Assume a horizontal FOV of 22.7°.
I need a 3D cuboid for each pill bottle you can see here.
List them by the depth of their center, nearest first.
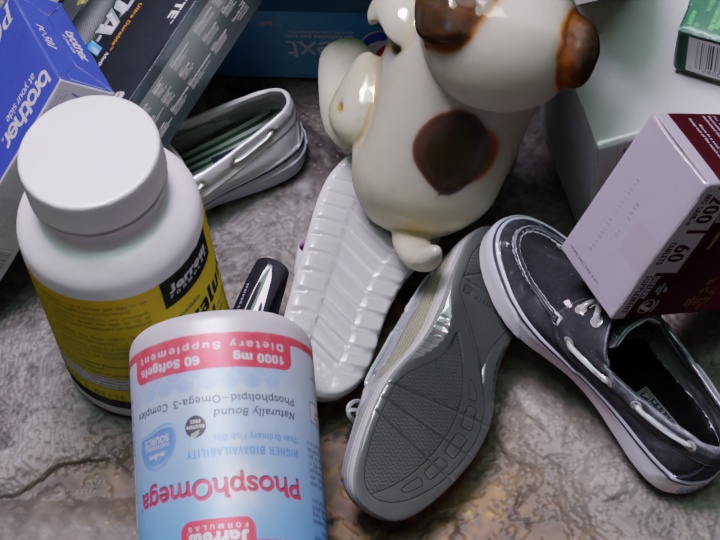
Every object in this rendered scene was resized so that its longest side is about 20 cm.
[{"bbox_3d":[-0.073,0.132,1.006,0.108,0.109,0.202,-6,70,1],"label":"pill bottle"},{"bbox_3d":[-0.143,-0.008,1.070,0.110,0.201,0.112,-3,55,4],"label":"pill bottle"}]

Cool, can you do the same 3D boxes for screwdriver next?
[{"bbox_3d":[-0.090,0.083,1.095,0.029,0.028,0.201,14,71,33],"label":"screwdriver"}]

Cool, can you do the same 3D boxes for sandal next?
[{"bbox_3d":[-0.006,-0.004,1.141,0.082,0.050,0.204,32,59,-6],"label":"sandal"}]

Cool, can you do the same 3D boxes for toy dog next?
[{"bbox_3d":[0.056,-0.118,1.074,0.139,0.200,0.195,23,56,-9],"label":"toy dog"}]

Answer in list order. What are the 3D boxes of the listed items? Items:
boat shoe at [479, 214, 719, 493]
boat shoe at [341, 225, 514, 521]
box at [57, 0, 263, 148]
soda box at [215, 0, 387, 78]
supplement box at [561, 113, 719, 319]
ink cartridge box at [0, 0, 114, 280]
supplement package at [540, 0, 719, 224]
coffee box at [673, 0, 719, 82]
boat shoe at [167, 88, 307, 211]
[{"bbox_3d":[0.148,0.039,1.056,0.071,0.068,0.201,-28,72,-26],"label":"boat shoe"},{"bbox_3d":[0.041,0.064,1.089,0.074,0.065,0.203,34,61,-18],"label":"boat shoe"},{"bbox_3d":[-0.162,-0.141,1.198,0.158,0.046,0.201,15,68,48],"label":"box"},{"bbox_3d":[-0.016,-0.179,1.259,0.198,0.068,0.065,3,53,8],"label":"soda box"},{"bbox_3d":[0.226,-0.033,1.051,0.199,0.109,0.061,-4,48,-38],"label":"supplement box"},{"bbox_3d":[-0.235,-0.067,1.137,0.044,0.201,0.094,11,35,-43],"label":"ink cartridge box"},{"bbox_3d":[0.225,-0.108,1.152,0.198,0.118,0.118,-12,55,-4],"label":"supplement package"},{"bbox_3d":[0.300,-0.147,1.074,0.198,0.044,0.124,18,60,16],"label":"coffee box"},{"bbox_3d":[-0.130,-0.067,1.192,0.199,0.067,0.074,-30,57,-15],"label":"boat shoe"}]
